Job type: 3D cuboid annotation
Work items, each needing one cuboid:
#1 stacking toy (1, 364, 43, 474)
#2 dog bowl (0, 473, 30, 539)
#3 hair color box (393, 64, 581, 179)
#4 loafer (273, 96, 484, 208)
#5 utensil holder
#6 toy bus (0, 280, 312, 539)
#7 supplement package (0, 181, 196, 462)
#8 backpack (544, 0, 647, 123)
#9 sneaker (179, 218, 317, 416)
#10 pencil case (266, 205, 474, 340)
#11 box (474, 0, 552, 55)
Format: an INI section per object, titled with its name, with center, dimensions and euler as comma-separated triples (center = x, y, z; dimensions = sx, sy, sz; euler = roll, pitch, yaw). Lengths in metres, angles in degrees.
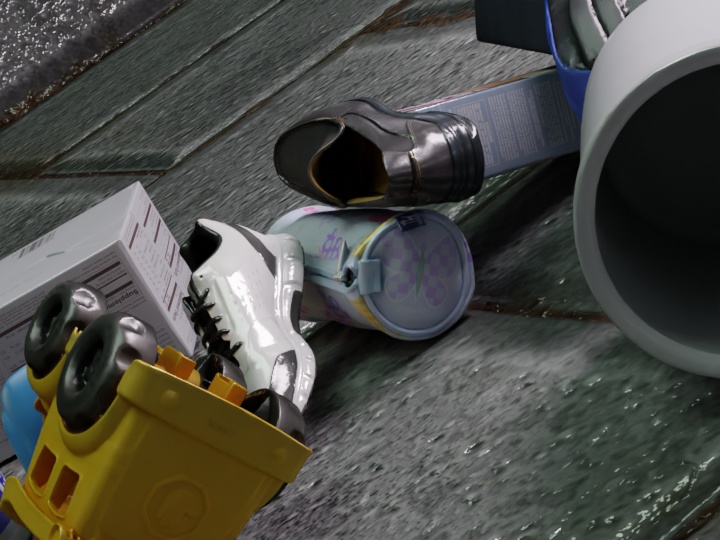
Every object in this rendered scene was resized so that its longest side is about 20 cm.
[stacking toy]
center = -0.158, 0.088, 1.596
dimensions = 0.109, 0.117, 0.200
euler = -29, 4, 14
[dog bowl]
center = -0.328, 0.196, 1.595
dimensions = 0.199, 0.079, 0.200
euler = -29, 16, 9
[hair color box]
center = 0.094, -0.100, 1.619
dimensions = 0.199, 0.061, 0.099
euler = -18, 6, -33
[loafer]
center = -0.006, -0.074, 1.525
dimensions = 0.072, 0.073, 0.199
euler = -12, 7, -34
[utensil holder]
center = 0.194, -0.056, 1.209
dimensions = 0.169, 0.171, 0.200
euler = -28, 13, 13
[toy bus]
center = -0.144, 0.124, 1.346
dimensions = 0.193, 0.135, 0.200
euler = -62, 28, 1
[supplement package]
center = -0.235, 0.044, 1.830
dimensions = 0.199, 0.111, 0.156
euler = -28, 16, 10
[backpack]
center = 0.206, -0.142, 1.442
dimensions = 0.162, 0.168, 0.200
euler = -23, 30, 16
[sneaker]
center = -0.078, 0.044, 1.483
dimensions = 0.074, 0.080, 0.201
euler = -56, 27, 30
[pencil case]
center = 0.000, 0.000, 1.560
dimensions = 0.090, 0.084, 0.200
euler = -18, 9, -20
[box]
center = 0.199, -0.222, 1.658
dimensions = 0.195, 0.125, 0.200
euler = -8, 10, -14
